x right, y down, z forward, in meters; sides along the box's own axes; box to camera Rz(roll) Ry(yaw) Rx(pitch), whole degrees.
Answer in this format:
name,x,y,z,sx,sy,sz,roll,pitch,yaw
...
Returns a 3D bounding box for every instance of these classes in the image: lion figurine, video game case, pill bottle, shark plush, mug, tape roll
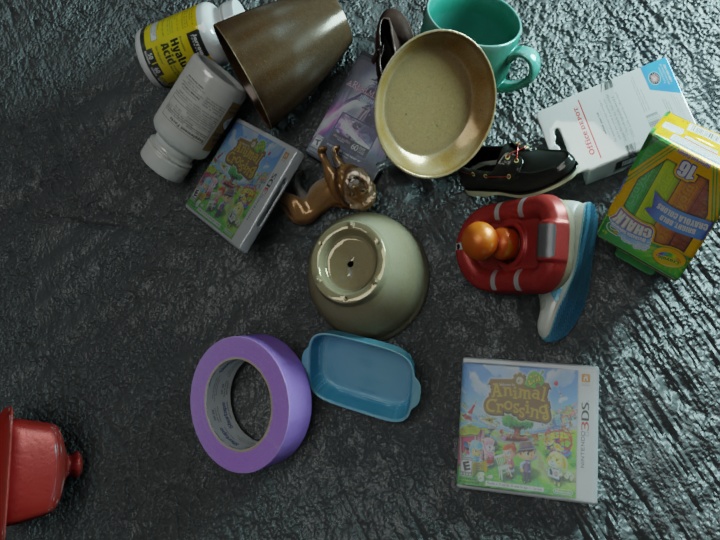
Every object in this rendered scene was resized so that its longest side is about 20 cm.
name,x,y,z,sx,sy,sz,roll,pitch,yaw
lion figurine,-0.065,-0.125,1.095,0.197,0.072,0.126,-28,81,33
video game case,0.010,-0.256,1.123,0.141,0.019,0.204,30,90,20
pill bottle,-0.298,-0.415,1.203,0.194,0.111,0.115,-17,74,13
shark plush,0.114,-0.213,1.046,0.193,0.083,0.094,-10,76,15
pill bottle,-0.297,-0.262,1.162,0.114,0.114,0.201,44,105,20
mug,0.168,-0.330,1.019,0.147,0.116,0.188,-13,56,-18
video game case,0.239,0.225,0.950,0.193,0.022,0.189,1,79,18
video game case,-0.201,-0.150,1.120,0.198,0.022,0.185,32,90,43
tape roll,-0.173,0.205,1.035,0.194,0.065,0.208,-1,89,30

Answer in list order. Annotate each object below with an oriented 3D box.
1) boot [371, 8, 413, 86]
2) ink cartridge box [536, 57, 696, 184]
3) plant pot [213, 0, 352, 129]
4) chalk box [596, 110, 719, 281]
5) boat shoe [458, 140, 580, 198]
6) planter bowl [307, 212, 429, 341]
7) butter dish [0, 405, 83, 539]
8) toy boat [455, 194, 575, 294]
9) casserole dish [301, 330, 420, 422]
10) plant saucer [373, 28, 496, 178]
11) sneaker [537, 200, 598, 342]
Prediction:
name,x,y,z,sx,sy,sz,roll,pitch,yaw
boot,0.053,-0.348,1.028,0.070,0.166,0.207,-5,79,6
ink cartridge box,0.369,-0.210,0.975,0.195,0.067,0.119,-20,74,12
plant pot,-0.117,-0.376,1.117,0.197,0.188,0.189,-33,71,-6
chalk box,0.406,-0.082,0.886,0.123,0.123,0.204,31,128,21
boat shoe,0.221,-0.150,0.962,0.198,0.064,0.074,5,45,49
planter bowl,0.000,0.000,1.012,0.193,0.135,0.208,-3,78,16
butter dish,-0.544,0.333,1.115,0.198,0.144,0.207,-19,70,55
toy boat,0.195,-0.037,0.926,0.127,0.198,0.135,6,85,-27
casserole dish,0.004,0.154,1.007,0.194,0.039,0.125,13,116,21
plant saucer,0.103,-0.237,0.949,0.201,0.199,0.035,-49,30,1
sneaker,0.285,0.001,0.962,0.079,0.075,0.207,10,86,42
